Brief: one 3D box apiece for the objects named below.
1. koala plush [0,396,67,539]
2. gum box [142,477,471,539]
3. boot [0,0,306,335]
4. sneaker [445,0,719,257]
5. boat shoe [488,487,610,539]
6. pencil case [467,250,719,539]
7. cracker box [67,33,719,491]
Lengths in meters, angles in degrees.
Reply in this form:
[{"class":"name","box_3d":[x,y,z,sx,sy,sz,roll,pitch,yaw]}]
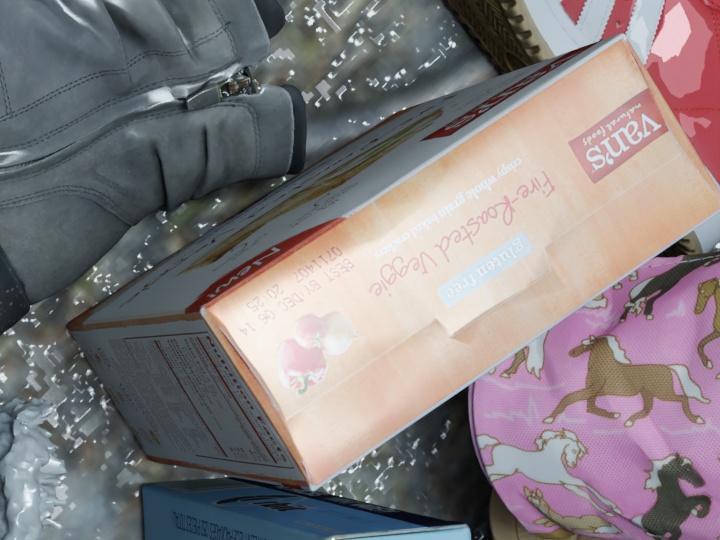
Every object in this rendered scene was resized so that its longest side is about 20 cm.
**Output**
[{"class":"koala plush","box_3d":[-0.137,0.118,0.651,0.177,0.200,0.184,-14,133,-8]},{"class":"gum box","box_3d":[-0.018,0.166,0.688,0.045,0.170,0.200,-2,91,-22]},{"class":"boot","box_3d":[-0.099,-0.079,0.681,0.132,0.070,0.200,-32,138,-7]},{"class":"sneaker","box_3d":[0.088,-0.111,0.776,0.112,0.071,0.200,-41,109,-10]},{"class":"boat shoe","box_3d":[0.112,0.141,0.755,0.072,0.065,0.200,-37,76,2]},{"class":"pencil case","box_3d":[0.129,0.030,0.669,0.083,0.200,0.087,-50,126,-46]},{"class":"cracker box","box_3d":[0.000,0.000,0.679,0.134,0.200,0.058,-33,98,-16]}]
